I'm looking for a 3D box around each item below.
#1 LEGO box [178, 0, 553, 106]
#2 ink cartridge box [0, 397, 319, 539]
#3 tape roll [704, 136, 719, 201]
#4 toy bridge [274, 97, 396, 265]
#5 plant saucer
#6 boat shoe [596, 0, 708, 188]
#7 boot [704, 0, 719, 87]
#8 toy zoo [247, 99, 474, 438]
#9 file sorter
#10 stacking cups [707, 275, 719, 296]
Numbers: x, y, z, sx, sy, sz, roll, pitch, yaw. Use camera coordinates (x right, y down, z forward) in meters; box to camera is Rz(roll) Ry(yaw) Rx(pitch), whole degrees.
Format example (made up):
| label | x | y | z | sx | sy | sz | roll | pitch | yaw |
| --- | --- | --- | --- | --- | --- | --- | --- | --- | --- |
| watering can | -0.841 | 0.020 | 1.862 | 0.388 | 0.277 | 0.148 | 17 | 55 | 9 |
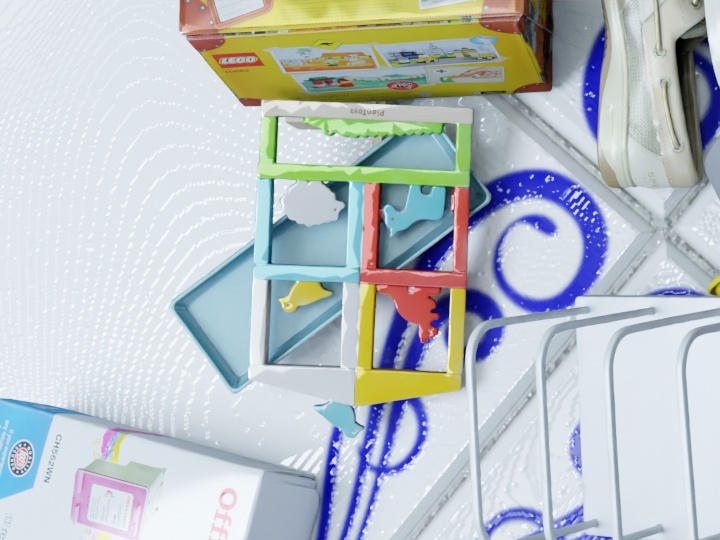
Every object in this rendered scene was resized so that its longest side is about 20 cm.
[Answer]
| label | x | y | z | sx | sy | sz | roll | pitch | yaw |
| --- | --- | --- | --- | --- | --- | --- | --- | --- | --- |
| LEGO box | 0.008 | -0.156 | 1.475 | 0.199 | 0.149 | 0.078 | -2 | 77 | 11 |
| ink cartridge box | -0.142 | 0.171 | 1.543 | 0.199 | 0.085 | 0.145 | 12 | 86 | 24 |
| tape roll | 0.286 | -0.069 | 1.328 | 0.200 | 0.200 | 0.066 | -29 | 74 | 17 |
| toy bridge | -0.012 | -0.098 | 1.562 | 0.067 | 0.027 | 0.201 | 2 | 82 | 22 |
| plant saucer | -0.018 | -0.012 | 1.529 | 0.200 | 0.019 | 0.070 | -37 | 89 | 4 |
| boat shoe | 0.177 | -0.148 | 1.464 | 0.065 | 0.072 | 0.201 | 2 | 88 | 22 |
| boot | 0.276 | -0.189 | 1.428 | 0.143 | 0.072 | 0.201 | 4 | 79 | 23 |
| toy zoo | 0.000 | 0.000 | 1.509 | 0.130 | 0.020 | 0.201 | 2 | 91 | 4 |
| file sorter | 0.171 | 0.088 | 1.353 | 0.199 | 0.124 | 0.140 | 0 | 94 | 41 |
| stacking cups | 0.259 | 0.087 | 1.393 | 0.060 | 0.060 | 0.201 | -27 | 72 | 17 |
